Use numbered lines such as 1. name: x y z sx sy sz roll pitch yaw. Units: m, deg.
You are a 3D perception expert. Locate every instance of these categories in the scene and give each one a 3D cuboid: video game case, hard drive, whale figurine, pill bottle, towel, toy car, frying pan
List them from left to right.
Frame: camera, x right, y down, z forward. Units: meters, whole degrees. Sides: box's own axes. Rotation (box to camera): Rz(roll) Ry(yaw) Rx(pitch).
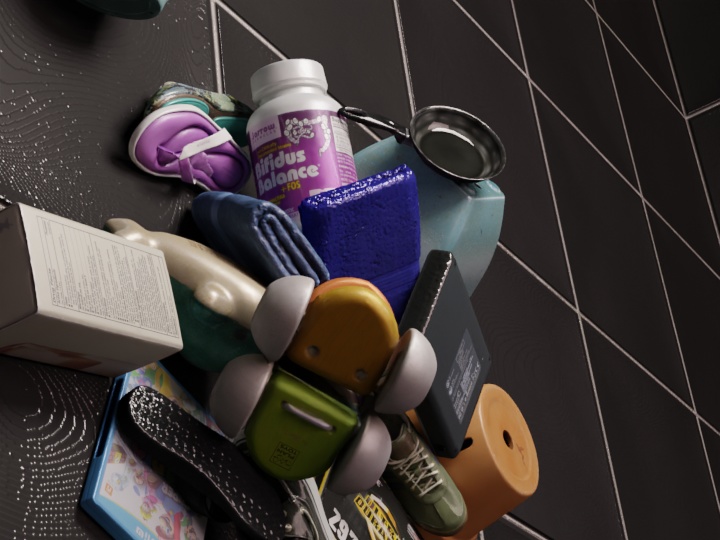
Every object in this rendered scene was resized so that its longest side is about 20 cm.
1. video game case: -0.184 0.178 1.486 0.143 0.018 0.201 51 28 -31
2. whale figurine: -0.170 0.027 1.577 0.199 0.104 0.159 30 6 -22
3. towel: -0.107 -0.031 1.659 0.112 0.048 0.200 57 -16 -18
4. pill bottle: -0.063 -0.121 1.767 0.112 0.112 0.201 16 59 -59
5. toy car: -0.036 0.098 1.536 0.174 0.201 0.150 27 11 -8
6. towel: 0.000 0.000 1.707 0.147 0.049 0.201 -21 120 -34
7. frying pan: 0.074 -0.133 1.777 0.189 0.031 0.115 -7 52 -32
8. hard drive: 0.090 0.093 1.775 0.200 0.033 0.140 67 39 -49

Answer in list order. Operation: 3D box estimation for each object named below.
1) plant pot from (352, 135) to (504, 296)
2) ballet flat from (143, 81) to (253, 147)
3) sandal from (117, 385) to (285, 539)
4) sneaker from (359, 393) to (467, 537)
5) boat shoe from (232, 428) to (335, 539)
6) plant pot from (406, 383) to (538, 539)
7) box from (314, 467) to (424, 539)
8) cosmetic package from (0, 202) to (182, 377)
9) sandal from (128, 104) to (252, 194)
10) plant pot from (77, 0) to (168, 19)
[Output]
1. plant pot: 0.050 -0.049 1.873 0.196 0.200 0.196 43 19 16
2. ballet flat: -0.186 -0.170 1.757 0.200 0.074 0.075 11 58 -64
3. sandal: -0.148 0.181 1.493 0.200 0.048 0.076 43 32 -17
4. sneaker: 0.043 0.205 1.791 0.201 0.067 0.090 52 -8 14
5. boat shoe: -0.071 0.247 1.590 0.201 0.070 0.064 62 23 -12
6. plant pot: 0.116 0.220 1.911 0.200 0.139 0.201 45 31 -37
7. box: 0.002 0.289 1.729 0.201 0.049 0.160 57 28 -20
8. cosmetic package: -0.252 0.022 1.407 0.200 0.087 0.104 24 49 -58
9. sandal: -0.164 -0.121 1.710 0.050 0.083 0.202 34 8 29
10. plant pot: -0.241 -0.342 1.668 0.200 0.199 0.135 36 65 -48
